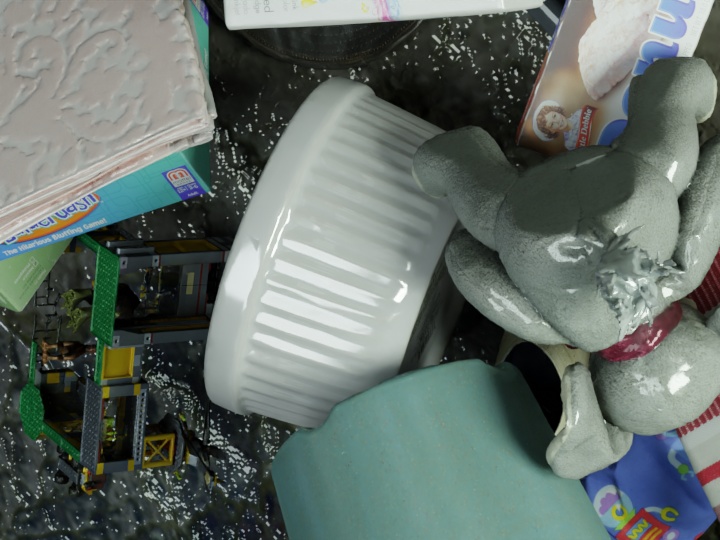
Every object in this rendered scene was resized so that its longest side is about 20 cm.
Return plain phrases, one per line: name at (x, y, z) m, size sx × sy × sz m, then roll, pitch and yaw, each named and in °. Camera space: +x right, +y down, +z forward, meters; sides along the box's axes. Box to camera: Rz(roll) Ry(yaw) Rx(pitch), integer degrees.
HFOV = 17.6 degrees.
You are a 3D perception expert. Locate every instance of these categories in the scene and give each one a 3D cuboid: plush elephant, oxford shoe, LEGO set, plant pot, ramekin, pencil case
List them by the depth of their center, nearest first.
plush elephant at (0.136, 0.012, 1.182) m, size 0.164 × 0.200 × 0.155 m, roll -21°, pitch 125°, yaw 4°
plant pot at (0.054, 0.165, 1.233) m, size 0.200 × 0.200 × 0.196 m, roll -39°, pitch 63°, yaw 36°
pencil case at (0.198, 0.075, 1.298) m, size 0.087 × 0.078 × 0.200 m, roll 37°, pitch 124°, yaw 0°
ramekin at (0.000, 0.000, 1.315) m, size 0.105 × 0.200 × 0.200 m, roll 20°, pitch 120°, yaw 10°
oxford shoe at (0.098, 0.095, 1.361) m, size 0.071 × 0.074 × 0.200 m, roll 15°, pitch 128°, yaw 22°
LEGO set at (-0.134, 0.039, 1.478) m, size 0.154 × 0.116 × 0.200 m, roll 17°, pitch 107°, yaw 56°

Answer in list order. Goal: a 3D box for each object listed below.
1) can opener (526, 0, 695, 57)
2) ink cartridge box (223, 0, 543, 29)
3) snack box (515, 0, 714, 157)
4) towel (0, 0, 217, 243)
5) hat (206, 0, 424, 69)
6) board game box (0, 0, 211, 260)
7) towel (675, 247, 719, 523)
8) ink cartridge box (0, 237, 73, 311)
can opener at (0.104, -0.151, 1.263) m, size 0.200 × 0.067 × 0.053 m, roll 48°, pitch 125°, yaw 4°
ink cartridge box at (0.028, -0.189, 1.206) m, size 0.200 × 0.067 × 0.117 m, roll -2°, pitch 98°, yaw 24°
snack box at (0.149, -0.148, 1.222) m, size 0.072 × 0.024 × 0.200 m, roll 19°, pitch 105°, yaw -3°
towel at (-0.182, -0.112, 1.345) m, size 0.191 × 0.200 × 0.032 m, roll -24°, pitch 140°, yaw 11°
hat at (-0.049, -0.201, 1.321) m, size 0.200 × 0.081 × 0.201 m, roll 13°, pitch 116°, yaw 27°
board game box at (-0.186, -0.086, 1.381) m, size 0.200 × 0.152 × 0.045 m, roll -18°, pitch 139°, yaw 16°
towel at (0.210, 0.039, 1.215) m, size 0.144 × 0.023 × 0.200 m, roll -37°, pitch 69°, yaw 41°
ink cartridge box at (-0.249, -0.066, 1.463) m, size 0.200 × 0.146 × 0.048 m, roll 17°, pitch 156°, yaw 40°
